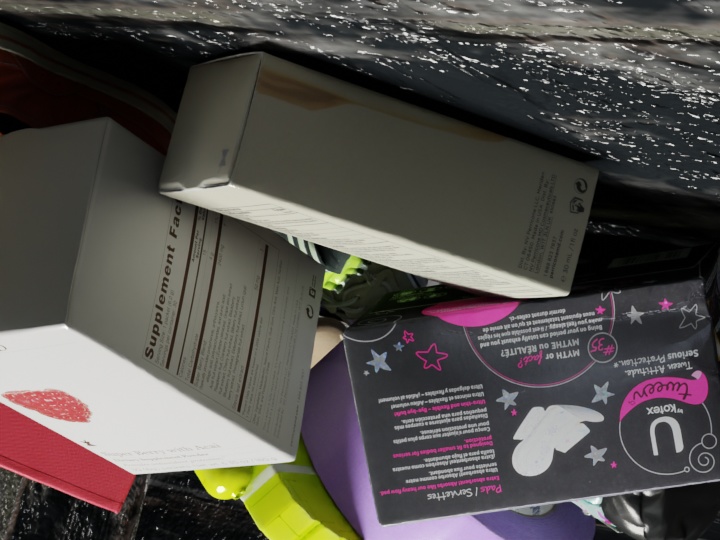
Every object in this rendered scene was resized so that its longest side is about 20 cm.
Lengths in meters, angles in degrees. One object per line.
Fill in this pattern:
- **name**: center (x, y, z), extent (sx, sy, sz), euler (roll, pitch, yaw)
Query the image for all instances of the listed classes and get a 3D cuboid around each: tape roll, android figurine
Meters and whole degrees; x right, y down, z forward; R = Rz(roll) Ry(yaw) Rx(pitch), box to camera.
- **tape roll**: center (0.055, 0.117, 1.776), extent (0.200, 0.066, 0.200), euler (37, -155, -21)
- **android figurine**: center (-0.049, 0.114, 1.742), extent (0.200, 0.041, 0.182), euler (57, -161, 20)

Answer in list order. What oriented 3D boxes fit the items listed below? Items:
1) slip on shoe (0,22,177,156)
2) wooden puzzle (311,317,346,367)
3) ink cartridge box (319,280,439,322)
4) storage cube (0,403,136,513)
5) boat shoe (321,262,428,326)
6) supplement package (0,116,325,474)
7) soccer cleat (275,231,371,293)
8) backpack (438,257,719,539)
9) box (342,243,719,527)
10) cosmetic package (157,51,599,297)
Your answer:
- **slip on shoe**: center (-0.168, -0.083, 1.541), extent (0.074, 0.062, 0.200), euler (5, 169, 36)
- **wooden puzzle**: center (-0.047, 0.089, 1.952), extent (0.184, 0.037, 0.200), euler (-1, 141, 37)
- **ink cartridge box**: center (0.015, 0.020, 1.983), extent (0.199, 0.039, 0.099), euler (16, 172, -10)
- **storage cube**: center (-0.209, 0.013, 1.682), extent (0.200, 0.180, 0.171), euler (26, 179, -40)
- **boat shoe**: center (0.000, 0.000, 1.796), extent (0.072, 0.062, 0.200), euler (10, 170, 22)
- **supplement package**: center (-0.129, 0.019, 1.517), extent (0.121, 0.120, 0.200), euler (-7, 153, 35)
- **soccer cleat**: center (-0.021, -0.036, 1.609), extent (0.081, 0.068, 0.200), euler (37, 164, -3)
- **backpack**: center (0.135, 0.060, 1.708), extent (0.200, 0.167, 0.126), euler (27, -178, 38)
- **box**: center (0.106, 0.063, 1.562), extent (0.199, 0.115, 0.132), euler (-8, -173, 13)
- **cosmetic package**: center (0.009, -0.047, 1.455), extent (0.199, 0.071, 0.105), euler (18, 172, -25)
